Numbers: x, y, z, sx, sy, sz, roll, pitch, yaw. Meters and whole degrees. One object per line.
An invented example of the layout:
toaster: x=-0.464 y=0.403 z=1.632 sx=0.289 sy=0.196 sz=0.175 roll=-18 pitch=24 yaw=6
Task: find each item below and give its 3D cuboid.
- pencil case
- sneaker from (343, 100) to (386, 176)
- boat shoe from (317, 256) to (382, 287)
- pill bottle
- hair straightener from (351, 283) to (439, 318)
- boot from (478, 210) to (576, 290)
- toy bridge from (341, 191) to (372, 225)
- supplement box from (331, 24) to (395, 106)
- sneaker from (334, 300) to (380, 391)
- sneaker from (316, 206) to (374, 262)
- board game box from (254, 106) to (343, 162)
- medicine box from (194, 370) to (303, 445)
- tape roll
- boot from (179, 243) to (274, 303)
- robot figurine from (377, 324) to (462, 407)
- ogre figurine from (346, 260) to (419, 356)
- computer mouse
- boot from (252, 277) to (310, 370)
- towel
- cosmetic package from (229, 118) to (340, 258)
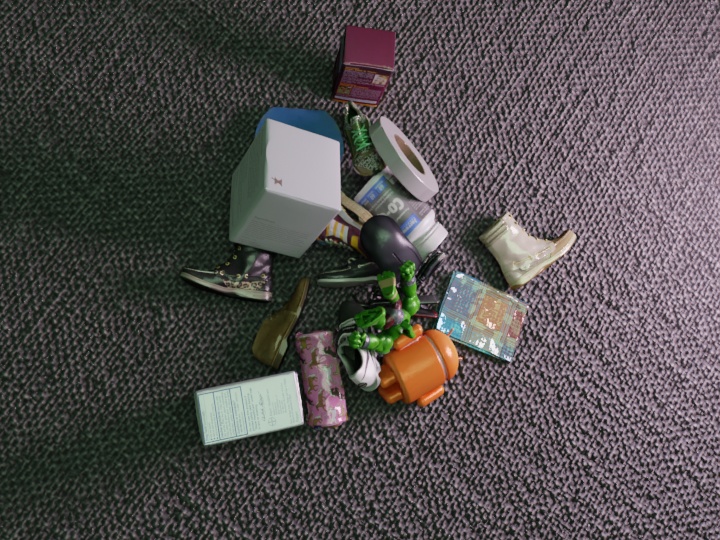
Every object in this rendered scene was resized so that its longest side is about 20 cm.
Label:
pencil case: x=-0.083 y=0.225 z=1.582 sx=0.085 sy=0.082 sz=0.206 roll=-6 pitch=83 yaw=-29
sneaker: x=-0.003 y=-0.284 z=1.627 sx=0.075 sy=0.089 sz=0.203 roll=-25 pitch=52 yaw=4
boat shoe: x=0.000 y=0.000 z=1.634 sx=0.194 sy=0.074 sz=0.062 roll=-4 pitch=82 yaw=-14
pill bottle: x=0.089 y=-0.120 z=1.647 sx=0.114 sy=0.114 sz=0.200 roll=-44 pitch=91 yaw=-13
hair straightener: x=0.077 y=0.055 z=1.650 sx=0.194 sy=0.041 sz=0.079 roll=7 pitch=112 yaw=-4
boot: x=0.376 y=-0.073 z=1.717 sx=0.198 sy=0.072 sz=0.156 roll=-35 pitch=87 yaw=-13
toy bridge: x=0.011 y=-0.105 z=1.627 sx=0.027 sy=0.067 sz=0.200 roll=-42 pitch=74 yaw=-12
supplement box: x=0.004 y=-0.434 z=1.632 sx=0.107 sy=0.200 sz=0.088 roll=6 pitch=80 yaw=-9
sneaker: x=-0.014 y=0.142 z=1.571 sx=0.073 sy=0.088 sz=0.204 roll=-31 pitch=55 yaw=20
sneaker: x=-0.042 y=-0.071 z=1.622 sx=0.090 sy=0.075 sz=0.200 roll=-41 pitch=64 yaw=-7
board game box: x=-0.136 y=-0.271 z=1.668 sx=0.194 sy=0.039 sz=0.163 roll=1 pitch=75 yaw=-13
medicine box: x=-0.220 y=0.269 z=1.497 sx=0.194 sy=0.182 sz=0.106 roll=-9 pitch=82 yaw=-12
tape roll: x=0.092 y=-0.238 z=1.627 sx=0.037 sy=0.203 sz=0.204 roll=-37 pitch=90 yaw=19
boot: x=-0.265 y=-0.024 z=1.588 sx=0.195 sy=0.073 sz=0.155 roll=13 pitch=81 yaw=-12
robot figurine: x=0.124 y=0.203 z=1.607 sx=0.197 sy=0.117 sz=0.146 roll=-27 pitch=73 yaw=-12
ogre figurine: x=0.058 y=0.091 z=1.535 sx=0.096 sy=0.121 sz=0.204 roll=4 pitch=59 yaw=30
computer mouse: x=0.080 y=-0.030 z=1.555 sx=0.138 sy=0.053 sz=0.200 roll=-44 pitch=118 yaw=6
boot: x=-0.164 y=0.100 z=1.594 sx=0.074 sy=0.074 sz=0.204 roll=23 pitch=80 yaw=4
towel: x=0.268 y=0.102 z=1.695 sx=0.196 sy=0.022 sz=0.150 roll=23 pitch=79 yaw=-7
cosmetic package: x=-0.153 y=-0.157 z=1.524 sx=0.163 sy=0.200 sz=0.171 roll=14 pitch=57 yaw=-25
